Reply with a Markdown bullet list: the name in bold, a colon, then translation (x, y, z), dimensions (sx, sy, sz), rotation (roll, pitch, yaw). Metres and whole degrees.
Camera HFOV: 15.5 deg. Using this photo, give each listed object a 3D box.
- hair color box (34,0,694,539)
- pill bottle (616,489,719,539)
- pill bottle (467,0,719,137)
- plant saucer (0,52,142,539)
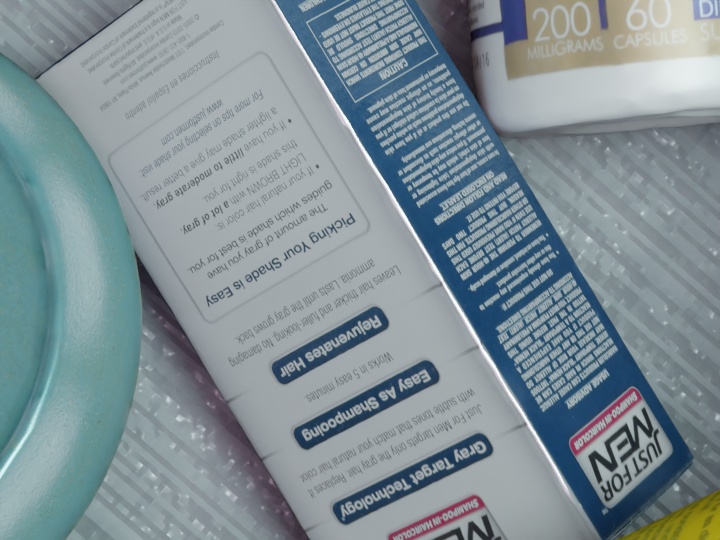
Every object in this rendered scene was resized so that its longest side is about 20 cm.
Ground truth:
- **hair color box**: translation (0.000, 0.000, 0.779), dimensions (0.100, 0.060, 0.200), rotation (-29, 92, 41)
- **pill bottle**: translation (0.102, 0.114, 0.672), dimensions (0.200, 0.114, 0.115), rotation (-33, 92, 39)
- **pill bottle**: translation (0.081, -0.143, 0.782), dimensions (0.110, 0.111, 0.201), rotation (-5, 90, -4)
- **plant saucer**: translation (-0.160, 0.012, 0.727), dimensions (0.199, 0.027, 0.201), rotation (1, 75, -5)
